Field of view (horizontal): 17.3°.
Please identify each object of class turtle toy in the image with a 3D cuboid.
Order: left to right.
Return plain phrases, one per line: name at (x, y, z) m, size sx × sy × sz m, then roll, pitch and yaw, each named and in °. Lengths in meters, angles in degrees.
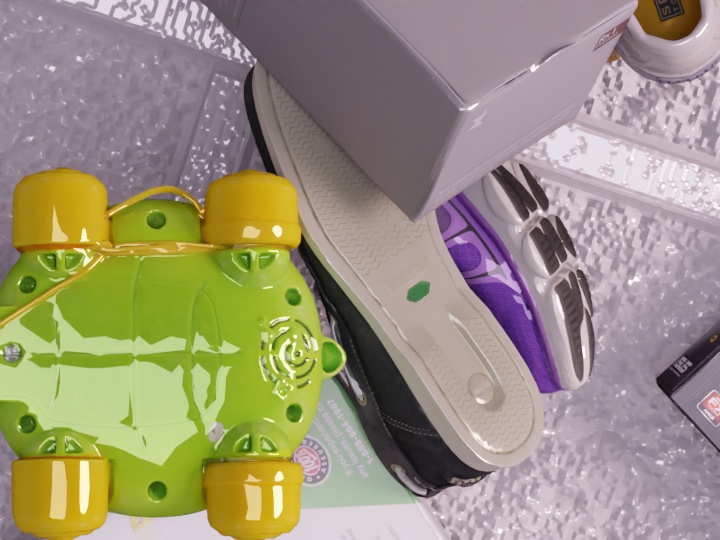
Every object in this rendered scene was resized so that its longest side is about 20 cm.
turtle toy at (-0.105, 0.035, 0.943) m, size 0.200 × 0.101 × 0.146 m, roll 1°, pitch 84°, yaw -7°

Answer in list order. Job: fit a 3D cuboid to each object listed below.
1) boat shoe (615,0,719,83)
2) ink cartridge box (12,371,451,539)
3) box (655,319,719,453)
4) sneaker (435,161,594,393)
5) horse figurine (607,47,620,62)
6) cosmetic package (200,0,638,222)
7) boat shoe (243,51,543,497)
boat shoe at (0.097, -0.173, 0.969) m, size 0.071 × 0.070 × 0.200 m, roll -21°, pitch 82°, yaw 7°
ink cartridge box at (-0.061, 0.147, 1.035) m, size 0.200 × 0.088 × 0.145 m, roll -34°, pitch 95°, yaw 0°
box at (0.257, 0.071, 1.056) m, size 0.158 × 0.048 × 0.200 m, roll -42°, pitch 96°, yaw 3°
sneaker at (0.031, -0.026, 1.036) m, size 0.083 × 0.081 × 0.200 m, roll -37°, pitch 87°, yaw 16°
horse figurine at (0.138, -0.155, 1.021) m, size 0.200 × 0.050 × 0.133 m, roll -3°, pitch 79°, yaw 7°
cosmetic package at (0.002, -0.130, 0.958) m, size 0.107 × 0.090 × 0.200 m, roll -31°, pitch 73°, yaw -31°
boat shoe at (0.000, 0.000, 0.980) m, size 0.072 × 0.068 × 0.200 m, roll -25°, pitch 86°, yaw -38°
